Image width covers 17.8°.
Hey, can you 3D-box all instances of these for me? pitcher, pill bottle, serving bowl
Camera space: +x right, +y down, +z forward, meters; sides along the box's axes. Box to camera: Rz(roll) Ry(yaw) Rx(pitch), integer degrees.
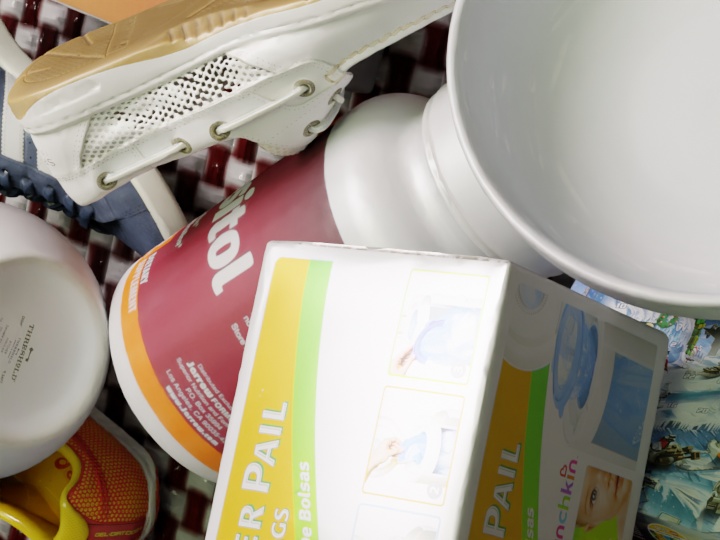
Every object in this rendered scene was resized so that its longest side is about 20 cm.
[{"bbox_3d":[-0.200,0.051,1.016,0.200,0.121,0.172,5,75,55],"label":"pitcher"},{"bbox_3d":[0.000,0.000,0.936,0.200,0.113,0.113,-33,69,33],"label":"pill bottle"},{"bbox_3d":[0.134,-0.069,0.830,0.199,0.066,0.201,-6,65,13],"label":"serving bowl"}]

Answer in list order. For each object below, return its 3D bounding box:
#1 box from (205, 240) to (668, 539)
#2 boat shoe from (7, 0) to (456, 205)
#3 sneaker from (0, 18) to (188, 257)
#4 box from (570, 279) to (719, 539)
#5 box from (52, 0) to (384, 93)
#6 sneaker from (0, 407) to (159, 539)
[{"bbox_3d":[0.018,0.102,0.773,0.101,0.112,0.201,5,80,37],"label":"box"},{"bbox_3d":[-0.035,-0.079,0.896,0.199,0.071,0.069,-18,114,16],"label":"boat shoe"},{"bbox_3d":[-0.167,-0.055,1.049,0.200,0.075,0.085,43,73,3],"label":"sneaker"},{"bbox_3d":[0.156,0.045,0.815,0.200,0.040,0.137,16,65,38],"label":"box"},{"bbox_3d":[-0.079,-0.168,1.012,0.200,0.097,0.125,24,104,36],"label":"box"},{"bbox_3d":[-0.179,0.070,1.101,0.200,0.077,0.073,28,108,37],"label":"sneaker"}]
